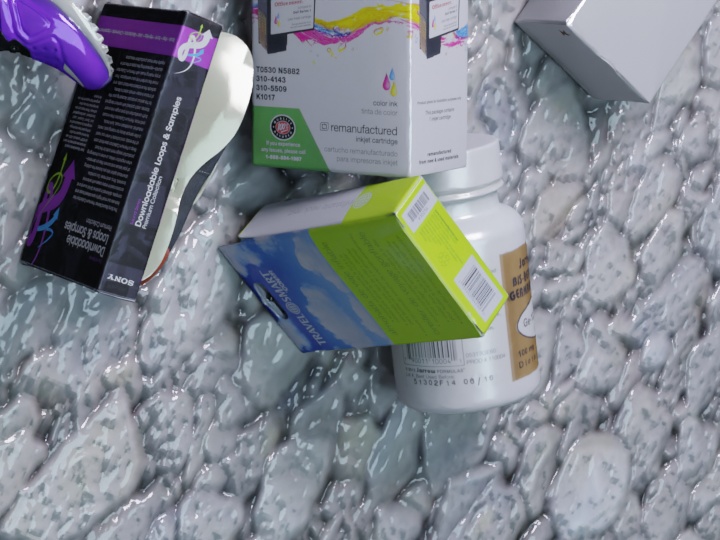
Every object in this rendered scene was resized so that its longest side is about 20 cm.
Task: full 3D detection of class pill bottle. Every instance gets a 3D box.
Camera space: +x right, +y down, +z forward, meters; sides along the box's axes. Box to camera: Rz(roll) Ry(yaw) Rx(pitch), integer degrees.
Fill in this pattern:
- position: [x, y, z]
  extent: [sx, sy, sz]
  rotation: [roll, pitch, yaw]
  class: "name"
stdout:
- position: [0.074, 0.000, 1.734]
  extent: [0.114, 0.114, 0.201]
  rotation: [-13, 104, -27]
  class: "pill bottle"

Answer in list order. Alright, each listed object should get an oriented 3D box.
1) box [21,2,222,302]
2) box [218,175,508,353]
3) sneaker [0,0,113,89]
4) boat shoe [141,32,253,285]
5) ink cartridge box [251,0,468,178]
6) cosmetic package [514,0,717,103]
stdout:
- position: [-0.169, -0.085, 1.569]
  extent: [0.036, 0.143, 0.201]
  rotation: [20, 88, -31]
  class: "box"
- position: [0.000, 0.000, 1.655]
  extent: [0.122, 0.200, 0.048]
  rotation: [53, 54, -24]
  class: "box"
- position: [-0.264, -0.178, 1.542]
  extent: [0.200, 0.070, 0.100]
  rotation: [42, 83, -14]
  class: "sneaker"
- position: [-0.138, -0.080, 1.635]
  extent: [0.071, 0.063, 0.201]
  rotation: [24, 83, -4]
  class: "boat shoe"
- position: [-0.001, -0.175, 1.637]
  extent: [0.084, 0.144, 0.201]
  rotation: [-13, 106, -55]
  class: "ink cartridge box"
- position: [0.229, -0.244, 1.800]
  extent: [0.108, 0.085, 0.200]
  rotation: [42, 78, -27]
  class: "cosmetic package"
